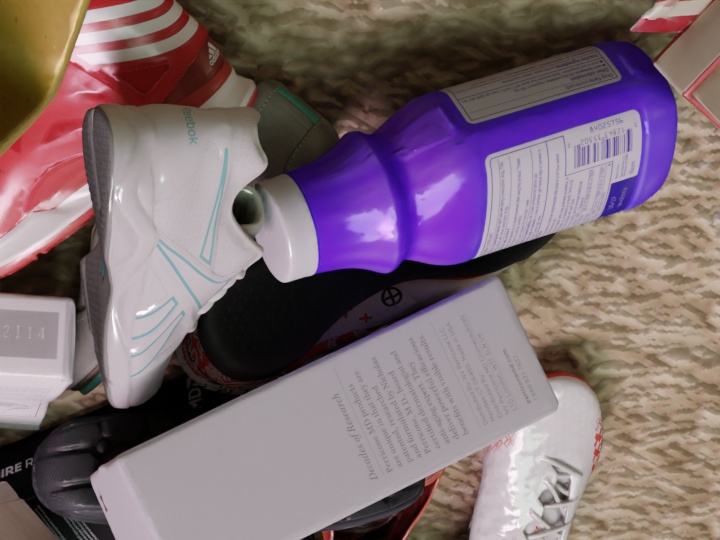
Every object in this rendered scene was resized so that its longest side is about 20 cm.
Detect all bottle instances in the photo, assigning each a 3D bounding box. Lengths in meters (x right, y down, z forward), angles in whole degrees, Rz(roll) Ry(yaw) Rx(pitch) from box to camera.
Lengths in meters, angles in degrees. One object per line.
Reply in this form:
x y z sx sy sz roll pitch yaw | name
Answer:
0.048 -0.045 1.042 0.199 0.065 0.084 -18 142 -19 | bottle

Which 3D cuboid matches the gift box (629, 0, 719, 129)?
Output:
0.243 -0.072 0.997 0.200 0.187 0.184 -41 128 8 | gift box

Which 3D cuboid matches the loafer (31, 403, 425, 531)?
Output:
-0.066 0.098 1.138 0.199 0.069 0.070 1 171 -18 | loafer

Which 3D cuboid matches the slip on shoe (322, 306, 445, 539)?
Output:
0.026 0.084 1.198 0.074 0.061 0.201 12 129 -17 | slip on shoe

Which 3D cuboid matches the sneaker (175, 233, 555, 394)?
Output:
-0.001 -0.001 1.120 0.200 0.068 0.108 -27 179 -20 | sneaker

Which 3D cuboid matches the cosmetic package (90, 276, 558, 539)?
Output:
-0.019 0.081 1.058 0.199 0.072 0.101 -24 176 -17 | cosmetic package

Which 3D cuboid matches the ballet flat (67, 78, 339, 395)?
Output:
-0.092 -0.020 1.097 0.064 0.067 0.200 45 116 -7 | ballet flat

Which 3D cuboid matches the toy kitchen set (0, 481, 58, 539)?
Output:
-0.284 0.186 1.132 0.199 0.163 0.181 -10 138 -53 | toy kitchen set

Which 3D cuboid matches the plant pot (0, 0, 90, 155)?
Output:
-0.216 -0.146 0.860 0.199 0.196 0.195 27 124 4 | plant pot

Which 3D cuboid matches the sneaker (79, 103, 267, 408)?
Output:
-0.082 -0.002 1.002 0.080 0.071 0.201 -9 149 -15 | sneaker

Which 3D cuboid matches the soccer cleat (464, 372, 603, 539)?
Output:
0.091 0.141 1.244 0.068 0.086 0.201 7 131 -14 | soccer cleat

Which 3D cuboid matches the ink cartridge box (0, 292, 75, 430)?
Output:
-0.247 0.042 1.111 0.198 0.045 0.176 4 169 -12 | ink cartridge box

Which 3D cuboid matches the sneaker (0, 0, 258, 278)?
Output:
-0.154 -0.076 1.037 0.199 0.079 0.116 -28 111 21 | sneaker

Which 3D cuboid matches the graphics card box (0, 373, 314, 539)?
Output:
-0.138 0.137 1.231 0.199 0.051 0.126 -22 131 13 | graphics card box
